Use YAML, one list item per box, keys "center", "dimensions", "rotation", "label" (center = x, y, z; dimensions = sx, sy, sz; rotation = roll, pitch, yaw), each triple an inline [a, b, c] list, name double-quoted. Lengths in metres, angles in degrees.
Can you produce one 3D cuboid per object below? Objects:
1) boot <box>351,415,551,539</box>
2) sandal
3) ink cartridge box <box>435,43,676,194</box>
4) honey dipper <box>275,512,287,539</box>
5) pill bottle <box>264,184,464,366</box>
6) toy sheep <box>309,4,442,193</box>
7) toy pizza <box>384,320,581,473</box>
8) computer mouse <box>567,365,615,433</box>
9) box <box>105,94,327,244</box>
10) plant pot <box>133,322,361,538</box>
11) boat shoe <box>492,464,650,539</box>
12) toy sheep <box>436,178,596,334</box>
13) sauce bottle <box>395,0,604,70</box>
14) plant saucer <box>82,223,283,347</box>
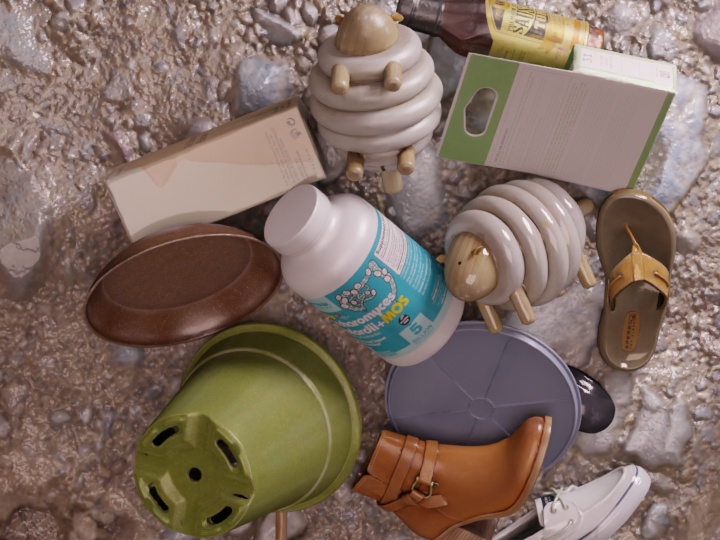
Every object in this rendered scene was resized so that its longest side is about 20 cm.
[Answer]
- center: [0.092, 0.191, 1.782]
  dimensions: [0.155, 0.077, 0.200]
  rotation: [29, 130, -3]
  label: "boot"
- center: [0.273, 0.016, 1.761]
  dimensions: [0.080, 0.054, 0.200]
  rotation: [1, 112, 1]
  label: "sandal"
- center: [0.186, -0.151, 1.697]
  dimensions: [0.200, 0.048, 0.146]
  rotation: [12, 138, -4]
  label: "ink cartridge box"
- center: [-0.081, 0.235, 1.828]
  dimensions: [0.038, 0.038, 0.200]
  rotation: [1, 105, -1]
  label: "honey dipper"
- center: [0.000, 0.000, 1.703]
  dimensions: [0.111, 0.111, 0.200]
  rotation: [-46, 122, 9]
  label: "pill bottle"
- center: [0.015, -0.158, 1.669]
  dimensions: [0.138, 0.138, 0.200]
  rotation: [-5, 123, 0]
  label: "toy sheep"
- center: [0.124, 0.131, 1.792]
  dimensions: [0.200, 0.032, 0.200]
  rotation: [5, 122, 9]
  label: "toy pizza"
- center: [0.170, 0.112, 1.804]
  dimensions: [0.200, 0.034, 0.059]
  rotation: [24, 103, -6]
  label: "computer mouse"
- center: [-0.138, -0.095, 1.718]
  dimensions: [0.200, 0.095, 0.078]
  rotation: [-21, 102, 3]
  label: "box"
- center: [-0.122, 0.170, 1.703]
  dimensions: [0.200, 0.190, 0.200]
  rotation: [4, 104, 18]
  label: "plant pot"
- center: [0.205, 0.258, 1.819]
  dimensions: [0.200, 0.074, 0.067]
  rotation: [-42, 103, 9]
  label: "boat shoe"
- center: [0.157, -0.023, 1.720]
  dimensions: [0.200, 0.138, 0.138]
  rotation: [-28, 107, -39]
  label: "toy sheep"
- center: [0.132, -0.228, 1.704]
  dimensions: [0.200, 0.066, 0.066]
  rotation: [13, 103, -6]
  label: "sauce bottle"
- center: [-0.175, 0.009, 1.720]
  dimensions: [0.200, 0.200, 0.037]
  rotation: [-22, 61, 4]
  label: "plant saucer"
